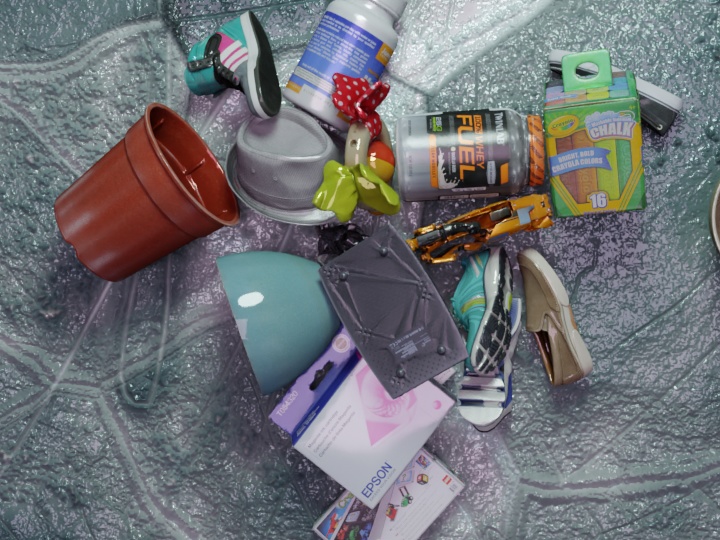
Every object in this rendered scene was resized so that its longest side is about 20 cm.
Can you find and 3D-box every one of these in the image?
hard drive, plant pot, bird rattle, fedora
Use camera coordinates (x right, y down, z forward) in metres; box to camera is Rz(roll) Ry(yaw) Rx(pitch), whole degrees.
[{"bbox_3d":[0.046,0.053,1.324,0.135,0.042,0.201,-31,88,17],"label":"hard drive"},{"bbox_3d":[-0.105,0.056,1.392,0.134,0.200,0.201,-19,92,-6],"label":"plant pot"},{"bbox_3d":[-0.305,-0.095,1.402,0.195,0.201,0.201,-33,90,14],"label":"plant pot"},{"bbox_3d":[0.002,-0.157,1.346,0.112,0.163,0.201,-7,71,17],"label":"bird rattle"},{"bbox_3d":[-0.095,-0.160,1.383,0.199,0.090,0.177,27,61,19],"label":"fedora"}]

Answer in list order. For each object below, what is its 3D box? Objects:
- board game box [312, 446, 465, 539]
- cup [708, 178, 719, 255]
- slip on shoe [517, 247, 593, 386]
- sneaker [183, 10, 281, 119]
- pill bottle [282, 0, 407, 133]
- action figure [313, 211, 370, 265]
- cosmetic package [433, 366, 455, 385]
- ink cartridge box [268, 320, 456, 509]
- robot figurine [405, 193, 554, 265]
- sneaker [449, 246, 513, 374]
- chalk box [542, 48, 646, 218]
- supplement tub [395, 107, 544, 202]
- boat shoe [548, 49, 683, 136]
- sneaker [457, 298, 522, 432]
[{"bbox_3d":[0.041,0.343,1.469,0.126,0.035,0.200,42,95,0],"label":"board game box"},{"bbox_3d":[0.556,-0.074,1.349,0.199,0.143,0.202,0,94,5],"label":"cup"},{"bbox_3d":[0.260,0.067,1.416,0.060,0.076,0.201,-26,99,-11],"label":"slip on shoe"},{"bbox_3d":[-0.184,-0.268,1.397,0.120,0.084,0.201,-24,49,13],"label":"sneaker"},{"bbox_3d":[-0.017,-0.304,1.397,0.112,0.112,0.201,30,96,2],"label":"pill bottle"},{"bbox_3d":[0.000,0.000,1.414,0.199,0.119,0.102,33,90,-4],"label":"action figure"},{"bbox_3d":[0.039,0.181,1.452,0.200,0.051,0.083,-44,87,6],"label":"cosmetic package"},{"bbox_3d":[0.000,0.197,1.411,0.200,0.043,0.197,37,96,1],"label":"ink cartridge box"},{"bbox_3d":[0.159,-0.055,1.386,0.199,0.145,0.059,-19,90,-3],"label":"robot figurine"},{"bbox_3d":[0.164,0.057,1.383,0.079,0.078,0.201,-10,48,27],"label":"sneaker"},{"bbox_3d":[0.309,-0.189,1.332,0.124,0.124,0.201,-6,116,15],"label":"chalk box"},{"bbox_3d":[0.150,-0.160,1.387,0.199,0.123,0.123,-4,93,5],"label":"supplement tub"},{"bbox_3d":[0.349,-0.248,1.394,0.199,0.069,0.057,23,95,1],"label":"boat shoe"},{"bbox_3d":[0.180,0.143,1.426,0.080,0.115,0.200,7,63,13],"label":"sneaker"}]
